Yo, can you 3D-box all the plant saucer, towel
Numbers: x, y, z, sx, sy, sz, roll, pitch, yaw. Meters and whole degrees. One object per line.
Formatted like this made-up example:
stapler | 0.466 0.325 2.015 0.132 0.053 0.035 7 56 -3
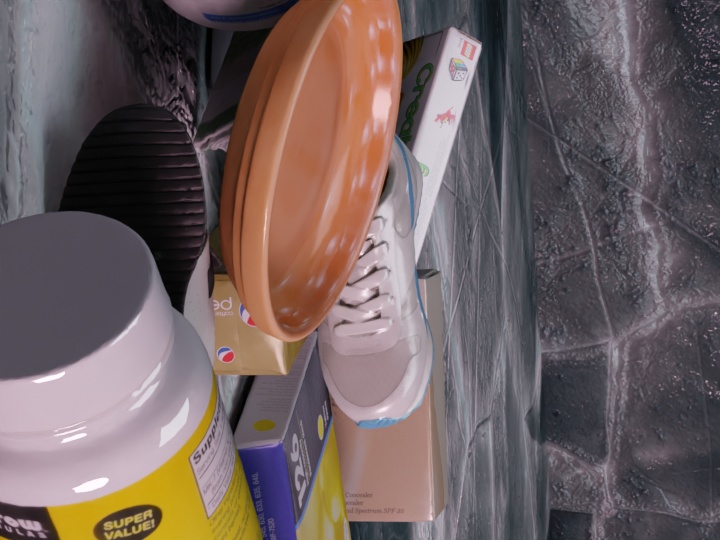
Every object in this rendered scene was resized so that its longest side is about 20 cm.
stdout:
plant saucer | -0.027 -0.063 0.929 0.200 0.037 0.200 14 90 -76
towel | -0.035 -0.165 1.033 0.149 0.031 0.200 -6 -118 68

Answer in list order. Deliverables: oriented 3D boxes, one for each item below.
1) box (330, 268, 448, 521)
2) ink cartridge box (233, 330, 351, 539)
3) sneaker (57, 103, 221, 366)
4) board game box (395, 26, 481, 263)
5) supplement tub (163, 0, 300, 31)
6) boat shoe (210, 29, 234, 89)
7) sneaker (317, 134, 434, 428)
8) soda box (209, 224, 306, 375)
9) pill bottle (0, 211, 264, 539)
box | 0.020 0.101 1.445 0.078 0.095 0.200 -24 111 -77
ink cartridge box | -0.050 0.173 1.209 0.200 0.047 0.198 -76 162 -61
sneaker | -0.108 0.009 0.882 0.089 0.074 0.200 -86 178 -72
board game box | 0.015 -0.071 1.270 0.035 0.126 0.200 25 73 -28
supplement tub | -0.078 -0.214 0.879 0.200 0.132 0.132 56 35 -72
boat shoe | -0.058 -0.201 1.140 0.074 0.068 0.200 58 32 -70
sneaker | 0.000 0.000 1.099 0.081 0.076 0.200 46 38 -63
soda box | -0.059 0.001 1.125 0.200 0.064 0.068 -61 149 -68
pill bottle | -0.109 0.080 0.731 0.114 0.114 0.200 -80 164 -45
